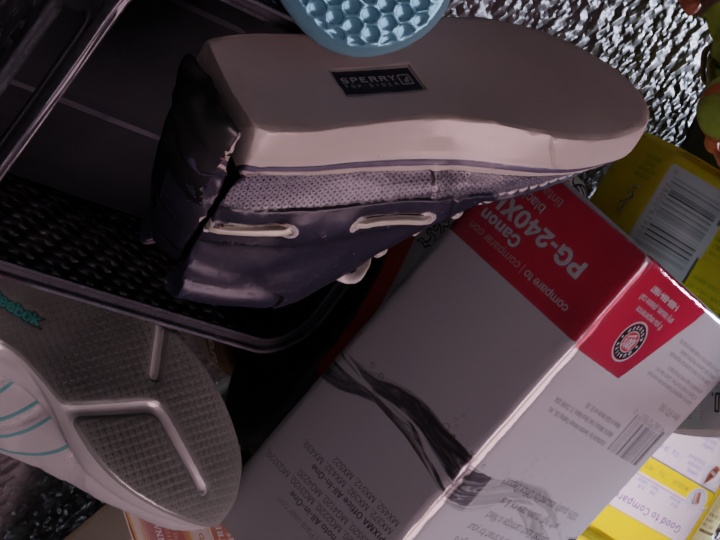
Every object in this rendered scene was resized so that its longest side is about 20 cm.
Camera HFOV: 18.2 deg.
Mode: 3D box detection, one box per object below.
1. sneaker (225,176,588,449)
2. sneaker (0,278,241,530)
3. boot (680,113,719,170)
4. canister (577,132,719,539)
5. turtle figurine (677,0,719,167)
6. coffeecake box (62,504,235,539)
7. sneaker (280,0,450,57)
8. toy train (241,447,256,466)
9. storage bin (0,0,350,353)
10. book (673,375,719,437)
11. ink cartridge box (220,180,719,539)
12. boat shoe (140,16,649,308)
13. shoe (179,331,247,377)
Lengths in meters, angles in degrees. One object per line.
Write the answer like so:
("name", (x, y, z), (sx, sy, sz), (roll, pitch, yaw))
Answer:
("sneaker", (0.029, 0.014, 0.990), (0.108, 0.067, 0.201), (42, 68, -32))
("sneaker", (-0.135, 0.039, 0.883), (0.200, 0.070, 0.080), (36, 142, -15))
("boot", (0.156, -0.005, 1.151), (0.097, 0.075, 0.200), (-26, 143, -24))
("canister", (0.136, 0.052, 1.072), (0.148, 0.087, 0.200), (30, 93, -27))
("turtle figurine", (0.199, -0.083, 1.051), (0.064, 0.200, 0.161), (-33, 180, 41))
("coffeecake box", (-0.065, 0.163, 1.083), (0.200, 0.073, 0.154), (-1, 152, -43))
("sneaker", (-0.035, -0.178, 0.808), (0.080, 0.131, 0.200), (-24, 108, 7))
("toy train", (-0.025, 0.071, 1.079), (0.200, 0.034, 0.046), (-28, 173, -9))
("storage bin", (-0.073, -0.061, 0.871), (0.200, 0.094, 0.135), (20, 113, -49))
("book", (0.240, 0.058, 0.962), (0.134, 0.200, 0.048), (4, 86, -28))
("ink cartridge box", (0.051, 0.066, 0.942), (0.200, 0.083, 0.145), (-49, 151, 5))
("boat shoe", (0.009, -0.038, 0.841), (0.200, 0.075, 0.093), (-1, 136, -31))
("shoe", (0.000, 0.000, 1.043), (0.200, 0.053, 0.070), (-16, 106, -36))
